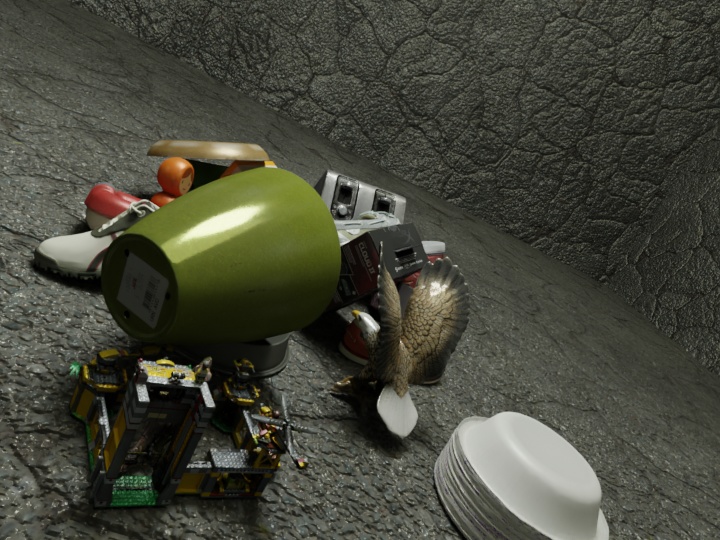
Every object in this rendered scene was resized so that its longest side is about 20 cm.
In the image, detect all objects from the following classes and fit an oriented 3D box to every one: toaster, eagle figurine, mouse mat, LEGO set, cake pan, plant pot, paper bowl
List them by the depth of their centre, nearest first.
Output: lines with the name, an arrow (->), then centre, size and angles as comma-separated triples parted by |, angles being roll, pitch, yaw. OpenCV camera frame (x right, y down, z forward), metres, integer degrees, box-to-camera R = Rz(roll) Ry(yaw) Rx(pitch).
LEGO set -> -0.138, 0.107, 0.480 | 0.197, 0.117, 0.154 | 20, 19, -29
plant pot -> -0.144, -0.004, 0.563 | 0.186, 0.190, 0.199 | 34, 22, 16
paper bowl -> 0.192, 0.246, 0.656 | 0.198, 0.106, 0.201 | 26, 16, -8
eagle figurine -> 0.043, 0.081, 0.702 | 0.149, 0.202, 0.152 | 32, 20, 2
cake pan -> -0.171, 0.055, 0.714 | 0.197, 0.037, 0.201 | 27, 17, -9
plant pot -> -0.247, -0.197, 0.933 | 0.195, 0.028, 0.200 | 3, 11, -1
mouse mat -> -0.213, -0.104, 0.965 | 0.202, 0.007, 0.160 | 58, 22, 12
toaster -> -0.018, -0.104, 1.168 | 0.177, 0.121, 0.200 | 18, -15, -14

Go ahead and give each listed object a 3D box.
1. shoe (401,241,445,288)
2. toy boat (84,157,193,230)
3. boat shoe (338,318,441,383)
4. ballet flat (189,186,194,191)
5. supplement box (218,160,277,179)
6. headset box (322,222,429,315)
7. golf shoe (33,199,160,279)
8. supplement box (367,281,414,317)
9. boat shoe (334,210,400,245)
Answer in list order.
shoe -> 0.082, -0.003, 1.067 | 0.197, 0.093, 0.071 | -5, 12, -38
toy boat -> -0.264, -0.089, 0.780 | 0.197, 0.133, 0.130 | 21, 3, -25
boat shoe -> 0.060, 0.119, 0.868 | 0.197, 0.063, 0.071 | 21, 16, -30
ballet flat -> -0.252, -0.103, 0.983 | 0.069, 0.070, 0.199 | 36, 16, 24
supplement box -> -0.144, -0.086, 0.965 | 0.201, 0.073, 0.126 | 53, 23, 7
headset box -> 0.000, 0.000, 0.838 | 0.148, 0.198, 0.076 | -17, 81, -59
golf shoe -> -0.278, -0.042, 0.674 | 0.196, 0.090, 0.077 | -5, 23, -24
supplement box -> 0.083, 0.064, 0.967 | 0.107, 0.062, 0.200 | 27, -2, -9
boat shoe -> 0.003, -0.074, 0.994 | 0.073, 0.066, 0.201 | -13, 9, 41
